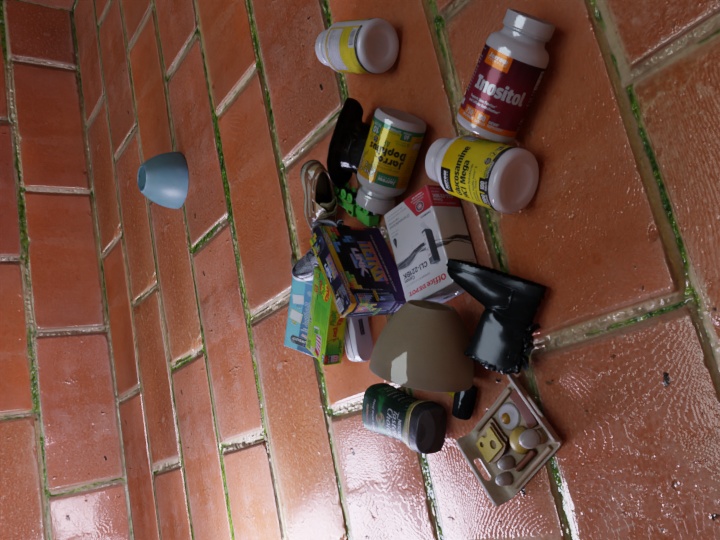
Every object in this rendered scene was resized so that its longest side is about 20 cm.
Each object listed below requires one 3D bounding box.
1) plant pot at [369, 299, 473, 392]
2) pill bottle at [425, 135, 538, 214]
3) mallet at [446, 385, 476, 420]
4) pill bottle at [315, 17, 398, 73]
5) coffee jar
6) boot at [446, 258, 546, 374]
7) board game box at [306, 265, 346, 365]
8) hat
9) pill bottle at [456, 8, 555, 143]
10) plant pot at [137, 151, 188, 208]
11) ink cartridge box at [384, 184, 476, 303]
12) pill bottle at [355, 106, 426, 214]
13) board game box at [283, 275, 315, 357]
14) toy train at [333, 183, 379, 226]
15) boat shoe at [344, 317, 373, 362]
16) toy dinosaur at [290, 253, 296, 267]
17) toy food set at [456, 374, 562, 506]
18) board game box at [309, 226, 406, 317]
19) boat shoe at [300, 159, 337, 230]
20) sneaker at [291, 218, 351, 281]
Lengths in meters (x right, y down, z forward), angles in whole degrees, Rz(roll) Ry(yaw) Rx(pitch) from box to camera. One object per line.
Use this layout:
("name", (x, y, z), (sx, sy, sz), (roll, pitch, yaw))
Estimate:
("plant pot", (0.123, 0.130, 1.297), (0.199, 0.198, 0.136), (18, 102, 51))
("pill bottle", (0.210, -0.178, 1.240), (0.199, 0.111, 0.114), (28, 113, 50))
("mallet", (0.157, 0.241, 1.389), (0.199, 0.041, 0.067), (12, 97, 57))
("pill bottle", (-0.014, -0.494, 1.533), (0.199, 0.111, 0.114), (22, 108, 51))
("coffee jar", (0.091, 0.305, 1.435), (0.199, 0.085, 0.106), (9, 98, 52))
("boot", (0.222, 0.080, 1.218), (0.196, 0.073, 0.165), (20, 101, 24))
("board game box", (-0.074, 0.101, 1.575), (0.101, 0.047, 0.203), (34, 122, 55))
("hat", (-0.003, -0.273, 1.514), (0.080, 0.200, 0.203), (12, 102, 18))
("pill bottle", (0.250, -0.331, 1.182), (0.113, 0.112, 0.202), (46, 126, 42))
("plant pot", (-0.710, -0.322, 2.454), (0.199, 0.133, 0.203), (2, 93, 53))
("ink cartridge box", (0.139, -0.045, 1.362), (0.144, 0.083, 0.202), (-33, 67, 48))
("pill bottle", (0.056, -0.226, 1.445), (0.113, 0.112, 0.202), (43, 123, 44))
("board game box", (-0.104, 0.105, 1.684), (0.150, 0.047, 0.203), (16, 105, 30))
("toy train", (-0.019, -0.158, 1.609), (0.200, 0.041, 0.057), (39, 134, 47))
("boat shoe", (-0.018, 0.110, 1.594), (0.065, 0.071, 0.203), (-12, 89, 48))
("toy dinosaur", (-0.142, 0.009, 1.777), (0.089, 0.047, 0.201), (-61, 42, 43))
("toy food set", (0.256, 0.302, 1.233), (0.144, 0.060, 0.201), (57, 132, 35))
("board game box", (0.000, 0.000, 1.482), (0.057, 0.164, 0.202), (-52, 52, 42))
("boat shoe", (-0.091, -0.158, 1.631), (0.074, 0.075, 0.202), (34, 144, 50))
("sneaker", (-0.097, -0.054, 1.598), (0.199, 0.114, 0.076), (-31, 53, 17))
